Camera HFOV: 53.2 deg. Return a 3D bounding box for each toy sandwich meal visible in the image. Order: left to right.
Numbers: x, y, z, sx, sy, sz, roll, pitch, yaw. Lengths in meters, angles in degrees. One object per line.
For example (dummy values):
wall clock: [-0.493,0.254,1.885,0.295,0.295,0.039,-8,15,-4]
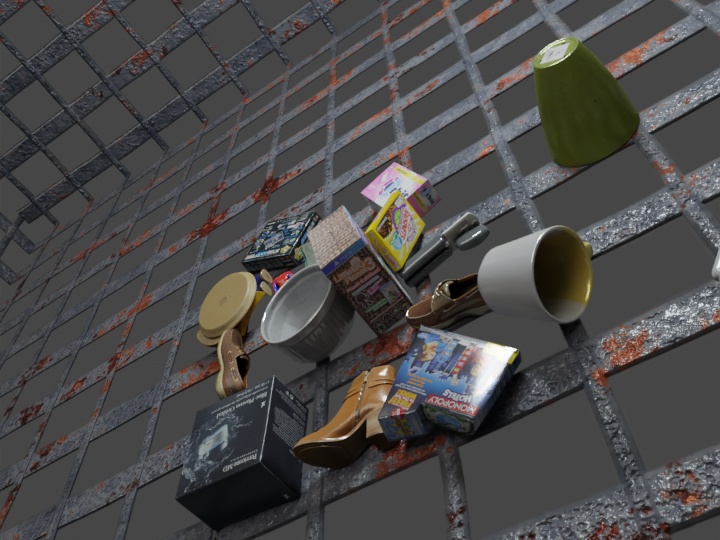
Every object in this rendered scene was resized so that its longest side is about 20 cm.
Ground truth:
toy sandwich meal: [-0.314,0.099,1.748,0.203,0.070,0.207,-26,41,25]

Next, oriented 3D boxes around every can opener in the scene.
can opener: [0.164,-0.040,1.439,0.199,0.053,0.067,-37,29,5]

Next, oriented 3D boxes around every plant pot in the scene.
plant pot: [0.420,-0.343,1.410,0.185,0.201,0.189,-28,32,19]

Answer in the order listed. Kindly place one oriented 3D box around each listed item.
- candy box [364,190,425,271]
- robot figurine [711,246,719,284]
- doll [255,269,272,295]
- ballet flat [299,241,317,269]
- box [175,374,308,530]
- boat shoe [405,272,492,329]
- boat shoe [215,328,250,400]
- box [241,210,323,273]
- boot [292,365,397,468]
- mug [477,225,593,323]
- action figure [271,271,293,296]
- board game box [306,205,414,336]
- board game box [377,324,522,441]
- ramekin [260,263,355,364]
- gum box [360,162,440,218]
candy box: [0.076,-0.086,1.502,0.026,0.103,0.201,-30,15,32]
robot figurine: [0.540,-0.019,0.928,0.168,0.113,0.201,2,50,54]
doll: [-0.313,0.066,1.834,0.198,0.048,0.138,-26,45,23]
ballet flat: [-0.100,-0.018,1.696,0.063,0.068,0.201,-29,31,3]
box: [-0.209,0.328,1.302,0.195,0.118,0.202,-27,33,20]
boat shoe: [0.164,0.049,1.301,0.198,0.072,0.076,-22,34,28]
boat shoe: [-0.274,0.206,1.591,0.067,0.072,0.202,-25,39,13]
box: [-0.208,-0.074,1.907,0.198,0.046,0.160,-9,42,42]
boot: [-0.019,0.250,1.242,0.197,0.074,0.156,-16,37,15]
mug: [0.287,0.016,1.181,0.152,0.184,0.152,-9,73,54]
action figure: [-0.174,0.049,1.704,0.065,0.052,0.200,-33,25,0]
board game box: [0.000,0.000,1.420,0.096,0.201,0.160,-36,29,5]
board game box: [0.128,0.193,1.137,0.198,0.062,0.200,11,49,42]
ramekin: [-0.102,0.097,1.488,0.199,0.105,0.202,-32,31,22]
gum box: [0.089,-0.176,1.691,0.113,0.066,0.200,-42,30,-3]
